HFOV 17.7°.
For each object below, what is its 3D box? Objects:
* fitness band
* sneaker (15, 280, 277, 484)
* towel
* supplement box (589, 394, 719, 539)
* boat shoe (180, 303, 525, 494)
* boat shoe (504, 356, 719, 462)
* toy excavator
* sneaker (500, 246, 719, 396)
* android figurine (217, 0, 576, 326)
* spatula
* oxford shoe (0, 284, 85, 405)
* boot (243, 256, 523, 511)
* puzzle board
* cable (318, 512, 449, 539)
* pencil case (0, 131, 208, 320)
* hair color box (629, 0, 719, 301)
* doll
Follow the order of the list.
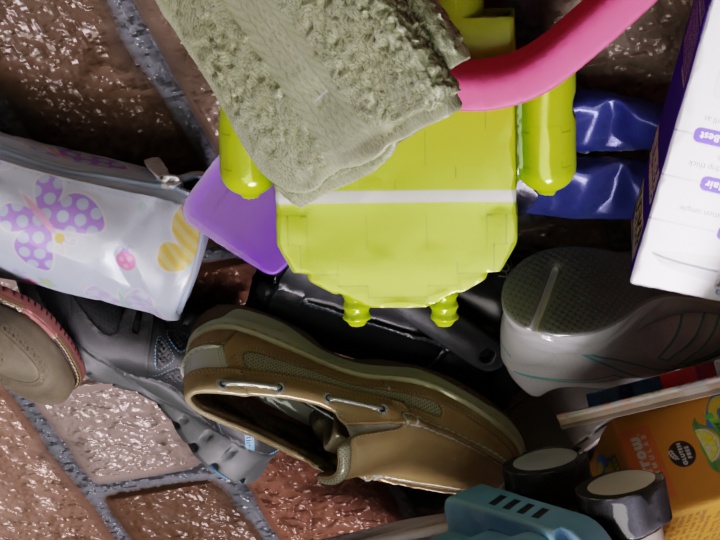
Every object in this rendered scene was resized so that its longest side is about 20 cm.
[{"bbox_3d":[0.075,-0.163,1.072,0.144,0.037,0.200,43,112,-15],"label":"fitness band"},{"bbox_3d":[-0.112,0.038,1.342,0.200,0.073,0.082,38,104,-25],"label":"sneaker"},{"bbox_3d":[-0.040,-0.135,1.077,0.148,0.036,0.200,-33,88,47],"label":"towel"},{"bbox_3d":[0.232,0.099,1.274,0.199,0.067,0.069,-15,153,-11],"label":"supplement box"},{"bbox_3d":[-0.006,0.090,1.258,0.199,0.076,0.072,19,128,-7],"label":"boat shoe"},{"bbox_3d":[0.159,0.064,1.332,0.200,0.063,0.073,-31,79,26],"label":"boat shoe"},{"bbox_3d":[0.045,0.168,1.209,0.194,0.199,0.100,10,114,56],"label":"toy excavator"},{"bbox_3d":[0.168,0.022,1.248,0.199,0.071,0.080,-6,144,-9],"label":"sneaker"},{"bbox_3d":[0.018,-0.067,1.155,0.181,0.041,0.201,-2,106,5],"label":"android figurine"},{"bbox_3d":[0.000,0.000,1.219,0.200,0.021,0.057,32,102,-24],"label":"spatula"},{"bbox_3d":[-0.225,0.037,1.232,0.070,0.075,0.200,-7,149,36],"label":"oxford shoe"},{"bbox_3d":[0.009,0.041,1.307,0.162,0.073,0.199,18,129,-12],"label":"boot"},{"bbox_3d":[0.209,0.044,1.152,0.150,0.017,0.200,-13,176,-27],"label":"puzzle board"},{"bbox_3d":[0.065,0.175,1.369,0.199,0.070,0.200,-11,173,-11],"label":"cable"},{"bbox_3d":[-0.177,-0.034,1.252,0.199,0.083,0.091,13,150,-3],"label":"pencil case"},{"bbox_3d":[0.200,-0.078,1.073,0.109,0.065,0.201,12,123,-1],"label":"hair color box"},{"bbox_3d":[0.071,-0.067,1.199,0.199,0.049,0.137,2,123,4],"label":"doll"}]
